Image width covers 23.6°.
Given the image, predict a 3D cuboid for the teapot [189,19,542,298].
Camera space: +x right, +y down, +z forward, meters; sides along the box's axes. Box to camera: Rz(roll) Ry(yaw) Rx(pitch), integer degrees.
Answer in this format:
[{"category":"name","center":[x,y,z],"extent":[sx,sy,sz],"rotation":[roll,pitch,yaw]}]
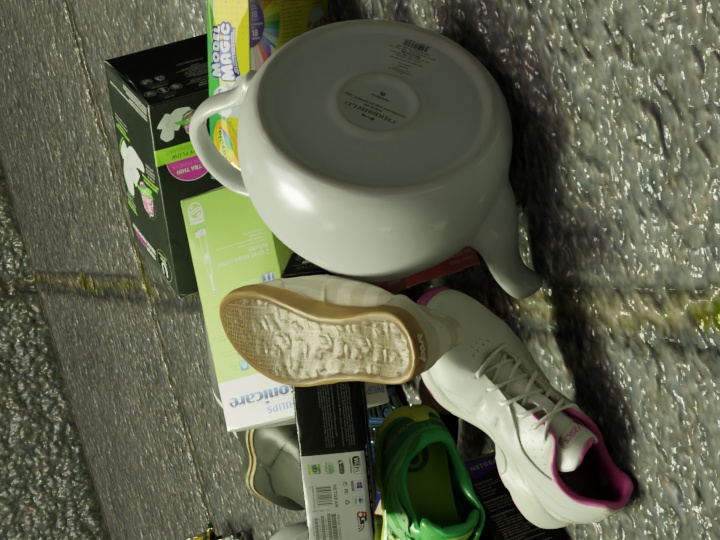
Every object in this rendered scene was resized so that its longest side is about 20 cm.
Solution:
[{"category":"teapot","center":[0.004,-0.065,1.180],"extent":[0.146,0.197,0.200],"rotation":[96,155,-51]}]

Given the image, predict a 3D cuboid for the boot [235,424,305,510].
[{"category":"boot","center":[-0.044,0.205,1.585],"extent":[0.138,0.077,0.200],"rotation":[44,169,29]}]

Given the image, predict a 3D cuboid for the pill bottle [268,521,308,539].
[{"category":"pill bottle","center":[-0.053,0.306,1.647],"extent":[0.200,0.111,0.111],"rotation":[115,135,-62]}]

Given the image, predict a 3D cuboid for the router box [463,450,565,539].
[{"category":"router box","center":[0.115,0.256,1.349],"extent":[0.200,0.052,0.157],"rotation":[100,148,-54]}]

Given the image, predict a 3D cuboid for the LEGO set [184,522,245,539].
[{"category":"LEGO set","center":[-0.163,0.418,2.250],"extent":[0.154,0.116,0.200],"rotation":[32,-141,-73]}]

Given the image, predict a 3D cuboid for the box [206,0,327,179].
[{"category":"box","center":[-0.073,-0.177,1.377],"extent":[0.048,0.117,0.201],"rotation":[10,106,30]}]

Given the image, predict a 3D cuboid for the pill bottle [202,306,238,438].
[{"category":"pill bottle","center":[-0.095,0.081,1.704],"extent":[0.200,0.110,0.111],"rotation":[88,156,-44]}]

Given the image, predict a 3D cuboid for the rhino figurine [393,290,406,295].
[{"category":"rhino figurine","center":[0.000,0.000,1.414],"extent":[0.087,0.060,0.200],"rotation":[-58,-50,-85]}]

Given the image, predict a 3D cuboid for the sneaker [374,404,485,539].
[{"category":"sneaker","center":[0.053,0.202,1.285],"extent":[0.084,0.074,0.201],"rotation":[-159,56,-73]}]

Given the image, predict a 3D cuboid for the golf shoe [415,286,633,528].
[{"category":"golf shoe","center":[0.112,0.089,1.152],"extent":[0.200,0.075,0.091],"rotation":[52,155,-17]}]

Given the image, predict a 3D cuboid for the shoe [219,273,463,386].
[{"category":"shoe","center":[-0.016,0.040,1.150],"extent":[0.200,0.053,0.070],"rotation":[7,114,45]}]

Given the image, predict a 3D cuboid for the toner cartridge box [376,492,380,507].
[{"category":"toner cartridge box","center":[0.009,0.261,1.671],"extent":[0.095,0.043,0.200],"rotation":[163,91,-70]}]

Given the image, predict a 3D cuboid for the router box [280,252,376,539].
[{"category":"router box","center":[-0.022,0.089,1.283],"extent":[0.149,0.051,0.201],"rotation":[-85,-10,-83]}]

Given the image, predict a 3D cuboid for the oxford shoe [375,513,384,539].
[{"category":"oxford shoe","center":[0.023,0.253,1.370],"extent":[0.058,0.075,0.200],"rotation":[55,176,39]}]

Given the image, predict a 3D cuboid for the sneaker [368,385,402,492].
[{"category":"sneaker","center":[-0.006,0.113,1.570],"extent":[0.200,0.076,0.077],"rotation":[64,-178,25]}]

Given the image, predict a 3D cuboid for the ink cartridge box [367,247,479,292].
[{"category":"ink cartridge box","center":[0.015,-0.085,1.322],"extent":[0.116,0.067,0.200],"rotation":[163,88,-71]}]

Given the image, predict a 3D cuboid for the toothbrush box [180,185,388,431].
[{"category":"toothbrush box","center":[-0.062,0.028,1.466],"extent":[0.146,0.086,0.201],"rotation":[2,-105,-63]}]

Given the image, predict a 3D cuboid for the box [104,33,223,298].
[{"category":"box","center":[-0.138,-0.103,1.611],"extent":[0.124,0.148,0.200],"rotation":[45,147,52]}]

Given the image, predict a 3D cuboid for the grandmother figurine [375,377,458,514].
[{"category":"grandmother figurine","center":[0.055,0.142,1.379],"extent":[0.121,0.060,0.200],"rotation":[-94,13,-52]}]
